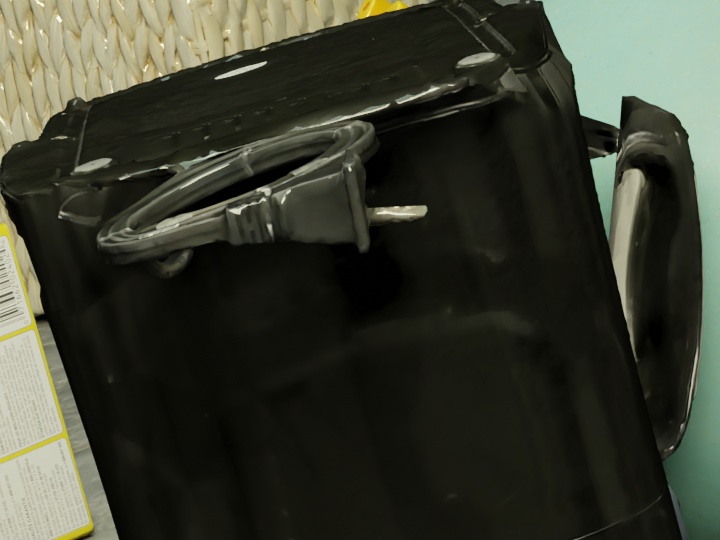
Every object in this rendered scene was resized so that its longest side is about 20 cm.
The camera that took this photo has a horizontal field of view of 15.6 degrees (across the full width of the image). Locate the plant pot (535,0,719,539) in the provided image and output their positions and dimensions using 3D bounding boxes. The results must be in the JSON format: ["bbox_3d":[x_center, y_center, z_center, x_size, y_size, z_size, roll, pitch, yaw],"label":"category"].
[{"bbox_3d":[0.120,-0.009,0.657,0.160,0.201,0.201,-9,15,11],"label":"plant pot"}]

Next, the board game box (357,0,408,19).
[{"bbox_3d":[0.000,0.000,0.862,0.200,0.026,0.200,-59,24,-6],"label":"board game box"}]

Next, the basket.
[{"bbox_3d":[-0.077,-0.097,1.229,0.160,0.201,0.198,3,22,35],"label":"basket"}]

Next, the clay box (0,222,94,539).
[{"bbox_3d":[-0.198,0.068,0.872,0.199,0.115,0.048,-21,15,-25],"label":"clay box"}]

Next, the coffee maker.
[{"bbox_3d":[0.002,0.060,0.529,0.134,0.201,0.192,-11,13,22],"label":"coffee maker"}]
